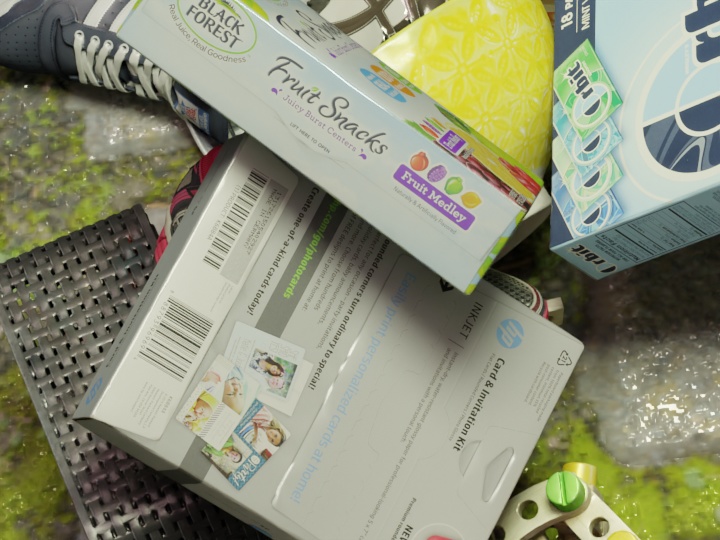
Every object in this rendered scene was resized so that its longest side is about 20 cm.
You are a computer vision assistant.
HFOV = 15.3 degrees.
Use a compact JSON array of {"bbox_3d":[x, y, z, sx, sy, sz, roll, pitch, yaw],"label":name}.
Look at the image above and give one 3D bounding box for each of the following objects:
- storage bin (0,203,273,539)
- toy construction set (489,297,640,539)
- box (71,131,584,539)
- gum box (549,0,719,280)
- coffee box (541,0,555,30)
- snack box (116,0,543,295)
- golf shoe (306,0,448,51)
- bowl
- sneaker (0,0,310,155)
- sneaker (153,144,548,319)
[{"bbox_3d":[-0.110,0.084,1.369,0.093,0.135,0.200,-23,55,-7],"label":"storage bin"},{"bbox_3d":[0.068,0.092,1.359,0.131,0.092,0.200,-22,49,11],"label":"toy construction set"},{"bbox_3d":[-0.012,0.052,1.266,0.200,0.041,0.156,31,77,-15],"label":"box"},{"bbox_3d":[0.185,-0.104,1.328,0.200,0.045,0.170,-22,52,36],"label":"gum box"},{"bbox_3d":[0.172,-0.138,1.488,0.199,0.115,0.080,17,57,19],"label":"coffee box"},{"bbox_3d":[-0.009,-0.075,1.265,0.200,0.142,0.053,36,99,2],"label":"snack box"},{"bbox_3d":[0.022,-0.136,1.527,0.094,0.078,0.200,14,55,20],"label":"golf shoe"},{"bbox_3d":[0.041,-0.053,1.424,0.200,0.200,0.108,-35,81,-14],"label":"bowl"},{"bbox_3d":[-0.126,-0.118,1.553,0.199,0.070,0.109,-5,53,3],"label":"sneaker"},{"bbox_3d":[0.000,0.000,1.330,0.199,0.075,0.081,15,37,-11],"label":"sneaker"}]
